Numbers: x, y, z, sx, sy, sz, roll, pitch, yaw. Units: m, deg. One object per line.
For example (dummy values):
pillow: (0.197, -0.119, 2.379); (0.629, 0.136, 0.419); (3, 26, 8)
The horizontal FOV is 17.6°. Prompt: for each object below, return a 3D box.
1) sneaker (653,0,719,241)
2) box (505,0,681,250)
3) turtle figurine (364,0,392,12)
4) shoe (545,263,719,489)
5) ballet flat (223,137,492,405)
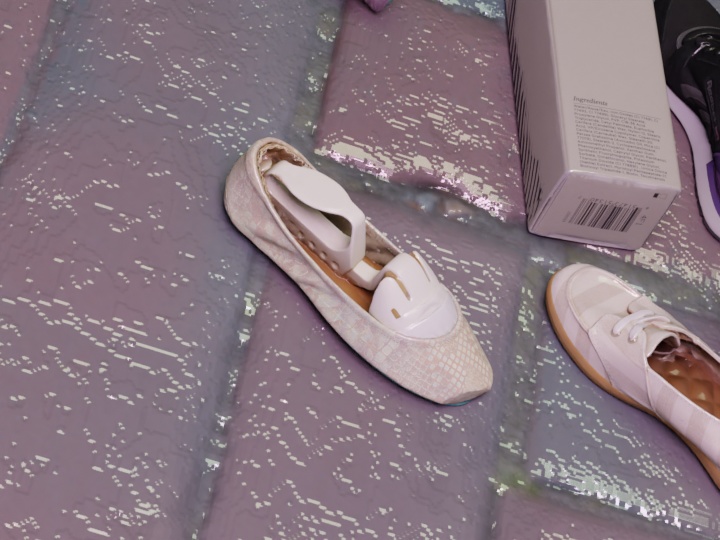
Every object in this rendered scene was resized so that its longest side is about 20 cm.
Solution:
sneaker: (0.248, -0.117, 1.504); (0.075, 0.088, 0.201); (-2, 56, -23)
box: (0.145, -0.116, 1.475); (0.082, 0.069, 0.201); (10, 52, -15)
turtle figurine: (-0.045, -0.258, 1.485); (0.199, 0.101, 0.150); (35, 64, -14)
shoe: (0.193, 0.062, 1.374); (0.200, 0.053, 0.070); (45, 52, 13)
ballet flat: (0.000, 0.000, 1.337); (0.200, 0.062, 0.067); (39, 52, 9)
